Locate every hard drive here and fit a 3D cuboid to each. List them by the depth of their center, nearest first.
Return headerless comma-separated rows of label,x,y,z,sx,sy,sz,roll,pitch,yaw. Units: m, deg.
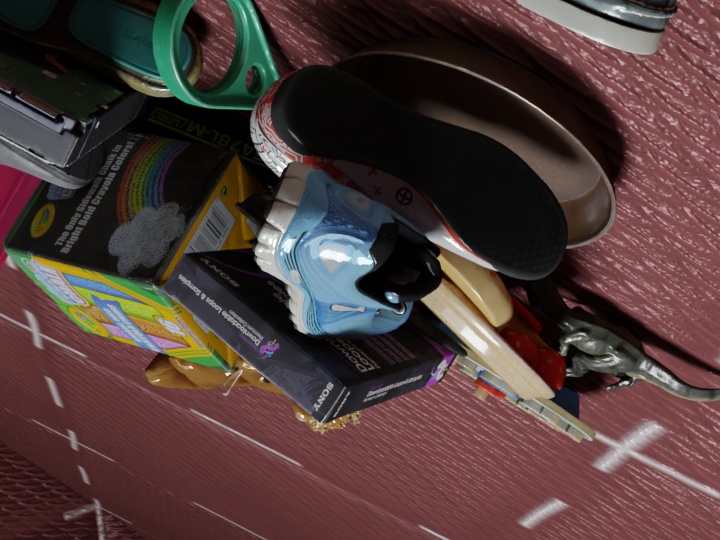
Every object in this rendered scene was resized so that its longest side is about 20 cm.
hard drive,-0.224,-0.135,0.945,0.139,0.038,0.200,28,-162,-3

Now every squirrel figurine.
squirrel figurine,-0.070,0.067,1.252,0.200,0.142,0.186,21,175,-36

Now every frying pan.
frying pan,-0.004,-0.001,0.967,0.190,0.031,0.115,33,-175,9

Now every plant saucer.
plant saucer,0.070,-0.082,0.870,0.200,0.035,0.200,23,159,9

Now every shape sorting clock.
shape sorting clock,0.108,0.088,1.163,0.200,0.039,0.200,28,177,2

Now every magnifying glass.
magnifying glass,-0.068,-0.121,0.911,0.022,0.080,0.200,14,166,32

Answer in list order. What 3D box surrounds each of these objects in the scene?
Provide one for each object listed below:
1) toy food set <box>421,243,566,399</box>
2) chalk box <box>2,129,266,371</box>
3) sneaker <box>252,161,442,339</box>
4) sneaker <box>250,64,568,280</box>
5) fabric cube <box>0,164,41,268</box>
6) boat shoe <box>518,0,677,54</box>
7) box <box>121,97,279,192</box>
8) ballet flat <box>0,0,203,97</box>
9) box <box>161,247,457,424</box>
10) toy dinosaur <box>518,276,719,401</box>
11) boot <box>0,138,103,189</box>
toy food set,0.069,0.013,0.990,0.200,0.049,0.198,43,-179,-33
chalk box,-0.171,-0.023,1.055,0.200,0.125,0.124,13,153,34
sneaker,0.005,0.006,0.824,0.090,0.079,0.200,20,171,18
sneaker,0.026,-0.059,0.852,0.201,0.067,0.108,28,172,-17
fabric cube,-0.388,-0.069,1.168,0.199,0.197,0.200,30,-176,-7
boat shoe,0.063,-0.173,0.657,0.200,0.073,0.062,31,117,12
box,-0.097,-0.055,1.126,0.193,0.048,0.200,25,160,12
ballet flat,-0.197,-0.176,0.948,0.200,0.071,0.071,28,160,-1
box,-0.028,0.036,0.959,0.143,0.036,0.200,38,-161,17
toy dinosaur,0.191,0.065,1.059,0.200,0.048,0.088,27,153,-7
boot,-0.295,-0.095,1.022,0.200,0.070,0.132,31,134,-11
